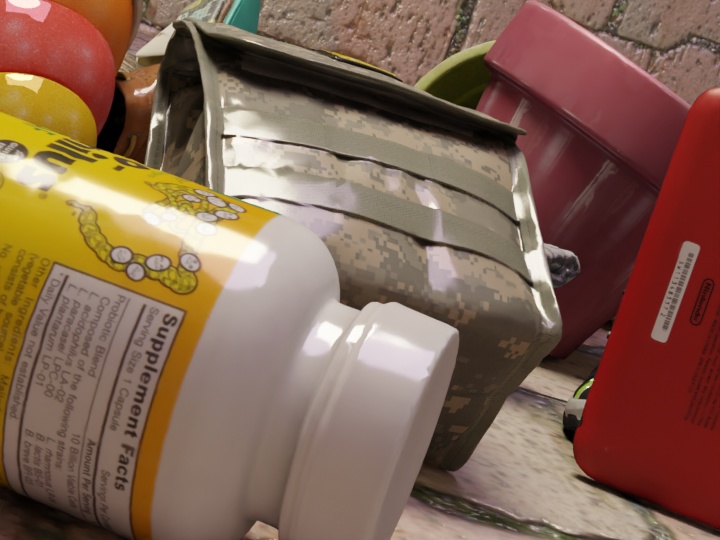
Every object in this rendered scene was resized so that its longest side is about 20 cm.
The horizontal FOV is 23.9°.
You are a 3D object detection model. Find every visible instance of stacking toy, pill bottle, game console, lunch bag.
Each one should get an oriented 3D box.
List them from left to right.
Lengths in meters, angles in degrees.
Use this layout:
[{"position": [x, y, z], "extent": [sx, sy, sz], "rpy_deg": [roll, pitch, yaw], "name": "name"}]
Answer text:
[{"position": [-0.172, -0.075, 0.839], "extent": [0.145, 0.146, 0.201], "rpy_deg": [14, 45, -30], "name": "stacking toy"}, {"position": [-0.075, 0.023, 0.543], "extent": [0.199, 0.114, 0.113], "rpy_deg": [20, 9, 10], "name": "pill bottle"}, {"position": [-0.012, -0.031, 0.764], "extent": [0.163, 0.118, 0.201], "rpy_deg": [16, 41, -20], "name": "lunch bag"}, {"position": [0.219, 0.028, 0.846], "extent": [0.171, 0.202, 0.119], "rpy_deg": [20, 8, 13], "name": "game console"}]

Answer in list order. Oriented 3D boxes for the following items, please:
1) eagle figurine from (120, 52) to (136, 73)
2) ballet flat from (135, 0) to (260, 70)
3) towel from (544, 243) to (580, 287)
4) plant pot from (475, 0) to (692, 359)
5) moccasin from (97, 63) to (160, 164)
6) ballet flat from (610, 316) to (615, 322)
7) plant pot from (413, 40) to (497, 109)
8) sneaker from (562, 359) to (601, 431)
[{"position": [-0.231, -0.148, 1.154], "extent": [0.151, 0.152, 0.200], "rpy_deg": [-8, -13, -27], "name": "eagle figurine"}, {"position": [-0.111, -0.104, 1.067], "extent": [0.071, 0.201, 0.069], "rpy_deg": [1, -27, 11], "name": "ballet flat"}, {"position": [0.000, 0.000, 0.959], "extent": [0.165, 0.086, 0.199], "rpy_deg": [24, 12, 40], "name": "towel"}, {"position": [0.138, -0.049, 1.131], "extent": [0.199, 0.180, 0.200], "rpy_deg": [35, 6, -4], "name": "plant pot"}, {"position": [-0.159, -0.076, 0.995], "extent": [0.077, 0.074, 0.201], "rpy_deg": [-6, 2, -34], "name": "moccasin"}, {"position": [0.217, 0.015, 1.432], "extent": [0.072, 0.068, 0.200], "rpy_deg": [36, 0, -14], "name": "ballet flat"}, {"position": [0.132, -0.057, 1.332], "extent": [0.199, 0.201, 0.190], "rpy_deg": [21, -4, 16], "name": "plant pot"}, {"position": [0.162, 0.053, 0.959], "extent": [0.071, 0.083, 0.200], "rpy_deg": [20, 9, 9], "name": "sneaker"}]
